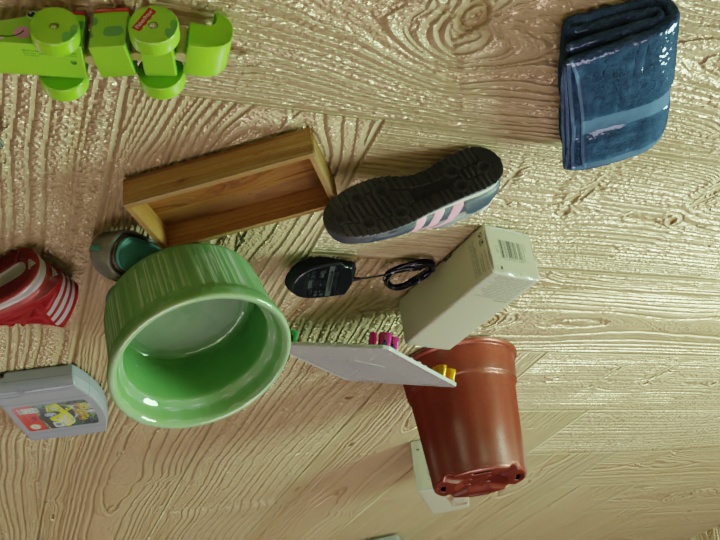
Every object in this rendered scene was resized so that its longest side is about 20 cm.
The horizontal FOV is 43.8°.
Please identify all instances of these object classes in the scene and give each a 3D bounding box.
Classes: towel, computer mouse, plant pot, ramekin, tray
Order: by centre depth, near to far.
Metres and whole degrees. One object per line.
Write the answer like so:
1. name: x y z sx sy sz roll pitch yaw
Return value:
1. towel: 0.244 -0.169 0.855 0.109 0.049 0.201 -14 150 7
2. tray: -0.130 -0.080 0.912 0.196 0.038 0.099 -15 150 7
3. ramekin: -0.182 0.067 0.969 0.196 0.098 0.202 -16 137 -15
4. computer mouse: 0.000 0.000 1.106 0.196 0.034 0.059 -3 134 -22
5. plant pot: 0.169 0.237 1.397 0.196 0.199 0.202 -7 152 -4

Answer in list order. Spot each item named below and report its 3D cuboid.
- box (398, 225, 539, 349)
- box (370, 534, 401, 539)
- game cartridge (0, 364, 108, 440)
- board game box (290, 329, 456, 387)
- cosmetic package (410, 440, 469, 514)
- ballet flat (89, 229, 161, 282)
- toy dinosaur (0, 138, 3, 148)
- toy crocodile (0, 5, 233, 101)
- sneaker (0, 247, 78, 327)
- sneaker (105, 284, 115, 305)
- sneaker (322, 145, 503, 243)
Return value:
1. box: 0.134 0.027 1.146 0.081 0.070 0.200 10 146 -30
2. box: 0.041 0.853 2.447 0.196 0.202 0.172 -13 152 7
3. game cartridge: -0.442 0.196 1.308 0.130 0.042 0.201 -11 151 -7
4. board game box: 0.007 0.122 1.251 0.197 0.026 0.199 -1 159 35
5. cosmetic package: 0.163 0.415 1.811 0.085 0.105 0.201 -12 152 7
6. ballet flat: -0.218 0.001 1.017 0.063 0.069 0.199 3 164 41
7. toy dinosaur: -0.381 -0.113 0.749 0.134 0.103 0.202 -23 133 -7
8. toy crocodile: -0.198 -0.178 0.702 0.195 0.063 0.068 -2 151 -5
9. sneaker: -0.408 0.053 1.021 0.197 0.080 0.115 -19 149 19
10. sneaker: -0.233 0.067 1.105 0.090 0.079 0.198 -28 145 37
11. sneaker: 0.056 -0.061 0.940 0.196 0.071 0.082 -17 153 -9
